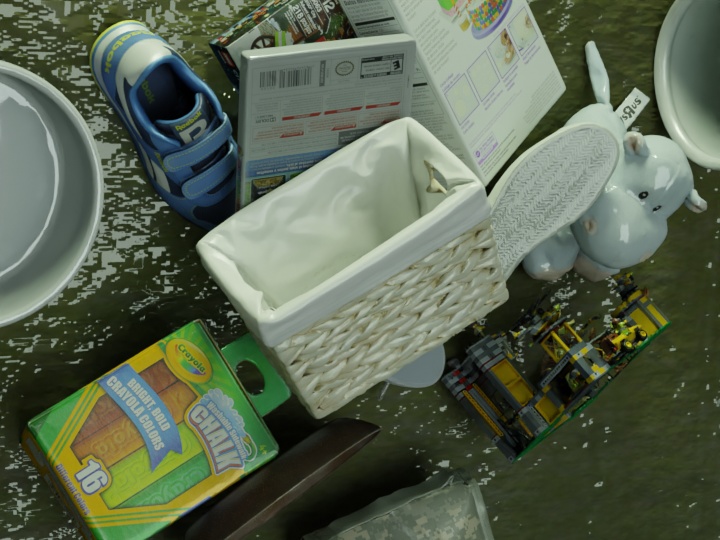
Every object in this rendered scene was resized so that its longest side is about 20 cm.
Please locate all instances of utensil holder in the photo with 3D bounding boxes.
[{"bbox_3d":[0.395,-0.180,1.589,0.199,0.170,0.171,-6,106,-29],"label":"utensil holder"}]

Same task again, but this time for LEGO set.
[{"bbox_3d":[0.163,0.065,1.542,0.154,0.200,0.116,-33,76,-31],"label":"LEGO set"}]

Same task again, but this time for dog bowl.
[{"bbox_3d":[-0.295,-0.060,1.296,0.200,0.079,0.201,-8,107,-27],"label":"dog bowl"}]

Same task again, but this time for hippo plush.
[{"bbox_3d":[0.233,-0.065,1.533,0.159,0.161,0.200,39,84,-30],"label":"hippo plush"}]

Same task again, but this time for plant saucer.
[{"bbox_3d":[-0.070,0.177,1.436,0.200,0.200,0.032,-35,84,-17],"label":"plant saucer"}]

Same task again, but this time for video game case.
[{"bbox_3d":[-0.029,-0.082,1.378,0.143,0.018,0.201,-10,120,-25],"label":"video game case"}]

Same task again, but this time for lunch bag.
[{"bbox_3d":[0.035,0.278,1.543,0.164,0.118,0.201,-20,117,-22],"label":"lunch bag"}]

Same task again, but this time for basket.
[{"bbox_3d":[0.000,0.000,1.343,0.200,0.136,0.124,-32,130,-9],"label":"basket"}]

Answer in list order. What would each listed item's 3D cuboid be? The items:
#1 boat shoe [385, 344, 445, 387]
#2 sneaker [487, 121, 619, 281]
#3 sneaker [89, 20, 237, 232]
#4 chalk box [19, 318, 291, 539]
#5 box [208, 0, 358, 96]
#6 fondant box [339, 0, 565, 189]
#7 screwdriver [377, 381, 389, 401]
[{"bbox_3d":[-0.019,0.042,1.481,0.200,0.065,0.074,31,68,-25],"label":"boat shoe"},{"bbox_3d":[0.124,-0.056,1.475,0.200,0.116,0.074,-45,106,6],"label":"sneaker"},{"bbox_3d":[-0.135,-0.100,1.371,0.074,0.082,0.200,-43,121,-13],"label":"sneaker"},{"bbox_3d":[-0.147,0.124,1.376,0.200,0.124,0.125,-33,88,-16],"label":"chalk box"},{"bbox_3d":[-0.018,-0.140,1.449,0.136,0.038,0.200,-38,118,-15],"label":"box"},{"bbox_3d":[0.077,-0.189,1.448,0.144,0.058,0.200,-49,123,-36],"label":"fondant box"},{"bbox_3d":[0.058,0.022,1.541,0.029,0.028,0.200,32,87,0],"label":"screwdriver"}]
